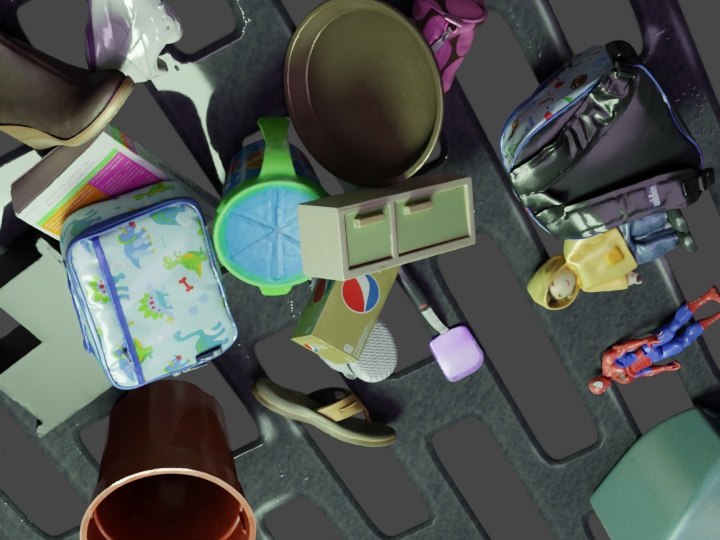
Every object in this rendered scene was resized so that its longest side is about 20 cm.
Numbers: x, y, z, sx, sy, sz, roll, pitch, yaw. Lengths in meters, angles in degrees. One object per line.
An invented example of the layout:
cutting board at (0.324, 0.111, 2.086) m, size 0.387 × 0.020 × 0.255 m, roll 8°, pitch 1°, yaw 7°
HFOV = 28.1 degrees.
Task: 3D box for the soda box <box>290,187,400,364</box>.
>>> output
soda box at (0.000, 0.000, 1.586) m, size 0.064 × 0.068 × 0.201 m, roll 29°, pitch 73°, yaw -17°

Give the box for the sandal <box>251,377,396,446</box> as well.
sandal at (-0.038, 0.166, 1.770) m, size 0.199 × 0.080 × 0.054 m, roll 24°, pitch 96°, yaw -18°

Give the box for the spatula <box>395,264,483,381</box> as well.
spatula at (0.085, 0.053, 1.734) m, size 0.056 × 0.021 × 0.200 m, roll -28°, pitch 123°, yaw 12°

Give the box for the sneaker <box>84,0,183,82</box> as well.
sneaker at (-0.227, -0.277, 1.443) m, size 0.099 × 0.075 × 0.201 m, roll -4°, pitch 133°, yaw -14°

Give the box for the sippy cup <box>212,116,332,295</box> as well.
sippy cup at (-0.095, -0.072, 1.556) m, size 0.139 × 0.131 × 0.178 m, roll 30°, pitch 115°, yaw -25°

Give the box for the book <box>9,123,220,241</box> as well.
book at (-0.258, -0.071, 1.554) m, size 0.133 × 0.048 × 0.200 m, roll -37°, pitch 139°, yaw 15°

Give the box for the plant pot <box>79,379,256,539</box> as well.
plant pot at (-0.230, 0.246, 1.712) m, size 0.199 × 0.196 × 0.202 m, roll -4°, pitch 125°, yaw -6°

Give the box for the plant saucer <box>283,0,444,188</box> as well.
plant saucer at (0.006, -0.186, 1.492) m, size 0.199 × 0.029 × 0.201 m, roll 13°, pitch 114°, yaw 32°

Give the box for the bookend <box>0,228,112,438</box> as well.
bookend at (-0.356, 0.055, 1.626) m, size 0.200 × 0.092 × 0.199 m, roll -36°, pitch 122°, yaw 16°

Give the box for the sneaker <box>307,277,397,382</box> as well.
sneaker at (-0.029, 0.038, 1.670) m, size 0.075 × 0.115 × 0.201 m, roll -22°, pitch 90°, yaw -22°

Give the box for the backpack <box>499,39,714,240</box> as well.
backpack at (0.246, -0.135, 1.553) m, size 0.190 × 0.154 × 0.200 m, roll -35°, pitch 114°, yaw 8°

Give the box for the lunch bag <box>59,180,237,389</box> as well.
lunch bag at (-0.228, 0.019, 1.531) m, size 0.160 × 0.082 × 0.201 m, roll -19°, pitch 118°, yaw -14°

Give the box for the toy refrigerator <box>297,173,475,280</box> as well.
toy refrigerator at (0.032, -0.048, 1.505) m, size 0.199 × 0.070 × 0.076 m, roll -15°, pitch 105°, yaw -41°

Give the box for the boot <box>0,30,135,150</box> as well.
boot at (-0.334, -0.198, 1.431) m, size 0.199 × 0.073 × 0.166 m, roll -14°, pitch 129°, yaw 45°

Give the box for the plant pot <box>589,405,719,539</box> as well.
plant pot at (0.450, 0.295, 1.856) m, size 0.195 × 0.196 × 0.201 m, roll 19°, pitch 111°, yaw -20°

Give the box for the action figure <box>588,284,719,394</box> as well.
action figure at (0.370, 0.096, 1.792) m, size 0.199 × 0.052 × 0.065 m, roll -33°, pitch 126°, yaw 17°

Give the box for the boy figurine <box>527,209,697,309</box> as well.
boy figurine at (0.286, -0.021, 1.689) m, size 0.199 × 0.065 × 0.125 m, roll -25°, pitch 127°, yaw 5°

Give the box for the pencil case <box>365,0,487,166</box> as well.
pencil case at (0.063, -0.199, 1.517) m, size 0.090 × 0.094 × 0.201 m, roll 10°, pitch 123°, yaw -15°
